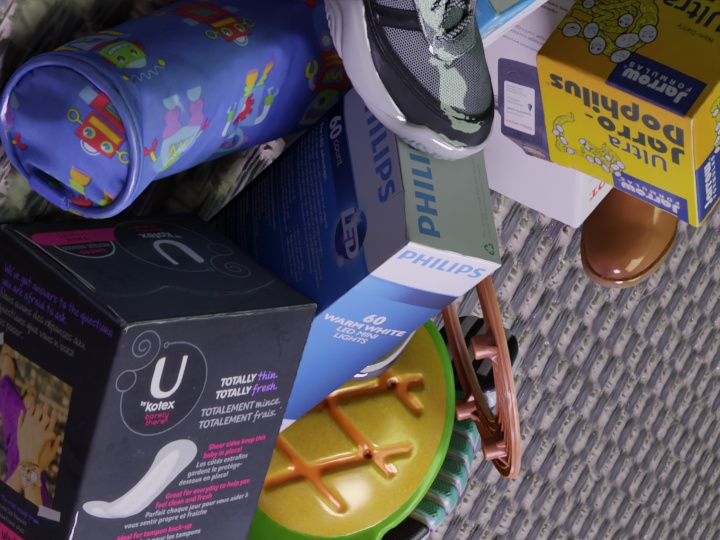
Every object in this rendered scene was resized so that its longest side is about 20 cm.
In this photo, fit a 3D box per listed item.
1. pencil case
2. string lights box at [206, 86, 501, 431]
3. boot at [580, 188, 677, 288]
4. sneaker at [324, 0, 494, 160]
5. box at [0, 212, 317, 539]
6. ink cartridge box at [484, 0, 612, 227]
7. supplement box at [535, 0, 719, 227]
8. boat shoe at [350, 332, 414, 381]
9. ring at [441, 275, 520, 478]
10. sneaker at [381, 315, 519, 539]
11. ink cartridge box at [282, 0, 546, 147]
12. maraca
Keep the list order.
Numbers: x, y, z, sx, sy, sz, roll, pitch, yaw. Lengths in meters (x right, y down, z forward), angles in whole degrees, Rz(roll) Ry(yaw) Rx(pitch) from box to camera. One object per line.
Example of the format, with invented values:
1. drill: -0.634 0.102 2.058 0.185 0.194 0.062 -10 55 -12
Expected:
1. pencil case: -0.083 -0.083 1.061 0.200 0.078 0.087 -30 147 -53
2. string lights box: -0.019 -0.005 1.122 0.059 0.103 0.200 14 145 -33
3. boot: 0.220 -0.099 1.696 0.200 0.076 0.156 -56 158 -25
4. sneaker: 0.038 -0.147 1.005 0.075 0.113 0.201 -36 109 -45
5. box: -0.120 0.084 1.090 0.122 0.106 0.201 -5 121 -44
6. ink cartridge box: 0.149 -0.151 1.478 0.145 0.084 0.201 -47 152 -32
7. supplement box: 0.206 -0.147 1.362 0.200 0.108 0.110 -53 152 -23
8. boat shoe: 0.000 0.000 1.253 0.201 0.072 0.063 -89 -170 -50
9. ring: 0.056 0.023 1.296 0.019 0.201 0.201 -14 144 -5
10. sneaker: 0.041 0.125 1.401 0.200 0.074 0.088 -52 157 -28
11. ink cartridge box: 0.017 -0.124 1.179 0.200 0.068 0.115 -36 179 41
12. maraca: -0.020 0.103 1.308 0.107 0.136 0.201 45 62 -75
